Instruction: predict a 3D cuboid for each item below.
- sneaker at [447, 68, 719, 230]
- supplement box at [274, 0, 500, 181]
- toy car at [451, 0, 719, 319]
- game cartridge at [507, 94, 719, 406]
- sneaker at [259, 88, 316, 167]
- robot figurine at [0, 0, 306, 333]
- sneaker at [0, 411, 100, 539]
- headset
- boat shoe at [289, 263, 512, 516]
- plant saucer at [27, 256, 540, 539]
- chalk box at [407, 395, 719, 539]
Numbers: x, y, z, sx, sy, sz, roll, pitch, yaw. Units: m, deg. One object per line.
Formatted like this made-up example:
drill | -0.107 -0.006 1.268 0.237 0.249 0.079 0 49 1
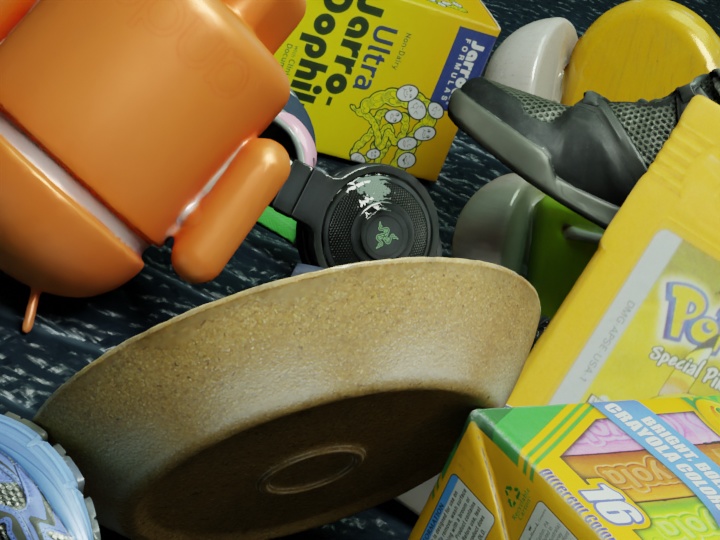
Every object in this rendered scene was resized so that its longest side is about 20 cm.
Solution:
sneaker | 0.144 -0.069 0.953 0.198 0.115 0.076 26 6 19
supplement box | -0.035 -0.145 1.184 0.199 0.109 0.110 13 26 -22
toy car | 0.155 -0.041 1.067 0.174 0.202 0.150 11 2 22
game cartridge | 0.167 0.050 0.870 0.176 0.201 0.032 34 6 23
sneaker | -0.112 -0.089 1.051 0.199 0.071 0.082 11 24 -22
robot figurine | -0.112 -0.073 0.884 0.144 0.200 0.117 42 -3 -28
sneaker | -0.171 0.078 0.682 0.199 0.076 0.078 28 37 23
headset | 0.000 0.000 0.958 0.199 0.094 0.124 26 -6 6
boat shoe | 0.035 0.059 0.870 0.199 0.075 0.093 24 36 2
plant saucer | -0.023 0.059 0.721 0.199 0.200 0.036 2 59 -39
chalk box | 0.123 0.132 0.753 0.199 0.125 0.124 1 33 -42
